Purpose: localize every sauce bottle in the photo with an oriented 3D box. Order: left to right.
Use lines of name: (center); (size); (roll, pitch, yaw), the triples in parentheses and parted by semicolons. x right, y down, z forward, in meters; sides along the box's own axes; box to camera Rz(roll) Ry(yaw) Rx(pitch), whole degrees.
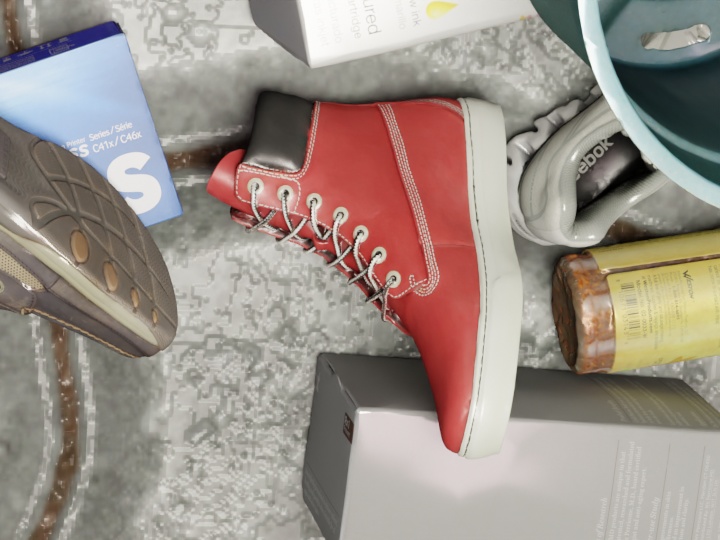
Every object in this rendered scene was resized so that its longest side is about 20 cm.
sauce bottle: (0.198, 0.009, 1.371); (0.199, 0.066, 0.066); (-7, 104, -8)

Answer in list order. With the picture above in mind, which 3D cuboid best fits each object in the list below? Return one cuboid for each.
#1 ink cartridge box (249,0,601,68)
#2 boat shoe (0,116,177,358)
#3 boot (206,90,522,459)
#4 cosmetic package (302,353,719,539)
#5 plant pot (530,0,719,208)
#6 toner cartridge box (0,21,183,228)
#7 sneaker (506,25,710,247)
ink cartridge box: (0.045, -0.193, 1.253); (0.199, 0.145, 0.148); (-14, 105, -9)
boat shoe: (-0.169, -0.022, 1.253); (0.073, 0.075, 0.200); (-34, 120, 28)
boot: (0.000, 0.000, 1.281); (0.144, 0.201, 0.073); (3, 142, -11)
cosmetic package: (0.078, 0.097, 1.347); (0.199, 0.107, 0.091); (2, 103, -10)
plant pot: (0.156, -0.137, 1.111); (0.199, 0.196, 0.201); (-3, 104, -12)
toner cartridge box: (-0.193, -0.041, 1.295); (0.199, 0.043, 0.095); (-20, 105, -6)
sneaker: (0.151, -0.087, 1.333); (0.075, 0.081, 0.200); (39, 91, -15)
